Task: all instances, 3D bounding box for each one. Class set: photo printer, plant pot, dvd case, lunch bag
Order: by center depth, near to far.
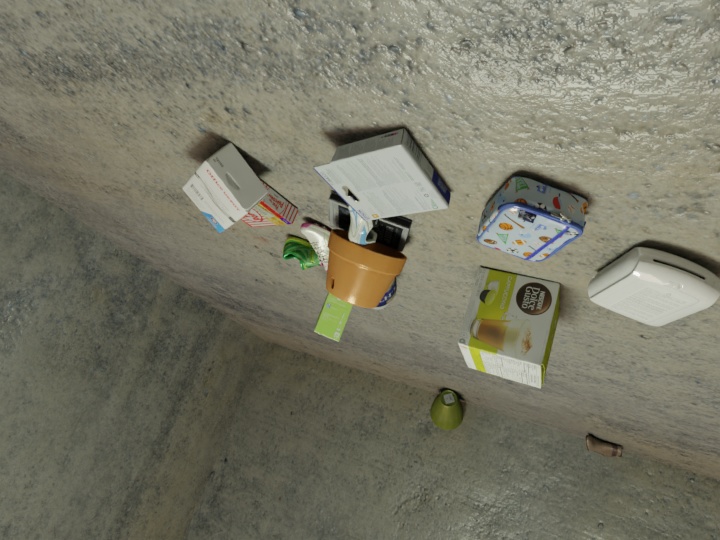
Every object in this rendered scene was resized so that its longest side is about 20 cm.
[{"bbox_3d":[0.304,-0.084,0.977,0.157,0.077,0.200,21,163,-2],"label":"lunch bag"},{"bbox_3d":[0.543,0.030,1.020,0.163,0.071,0.201,21,161,4],"label":"photo printer"},{"bbox_3d":[0.020,-0.113,1.307,0.196,0.025,0.151,22,162,5],"label":"dvd case"},{"bbox_3d":[0.000,0.000,1.333,0.196,0.143,0.200,19,-170,-3],"label":"plant pot"},{"bbox_3d":[0.467,0.724,2.937,0.183,0.189,0.202,16,146,17],"label":"plant pot"}]

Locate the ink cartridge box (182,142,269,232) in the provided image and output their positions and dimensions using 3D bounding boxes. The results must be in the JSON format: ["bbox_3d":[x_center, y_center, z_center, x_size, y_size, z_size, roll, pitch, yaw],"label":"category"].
[{"bbox_3d":[-0.321,-0.190,1.295,0.145,0.084,0.199,52,148,-14],"label":"ink cartridge box"}]

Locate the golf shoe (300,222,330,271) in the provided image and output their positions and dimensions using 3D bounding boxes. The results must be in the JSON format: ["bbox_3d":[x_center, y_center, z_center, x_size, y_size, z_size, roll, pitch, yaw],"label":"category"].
[{"bbox_3d":[-0.091,-0.054,1.494,0.199,0.093,0.075,35,159,-31],"label":"golf shoe"}]

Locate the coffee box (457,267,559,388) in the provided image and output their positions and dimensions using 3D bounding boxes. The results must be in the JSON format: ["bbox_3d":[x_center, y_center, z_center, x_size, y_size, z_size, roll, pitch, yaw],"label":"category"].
[{"bbox_3d":[0.365,0.140,1.326,0.194,0.203,0.201,12,159,24],"label":"coffee box"}]

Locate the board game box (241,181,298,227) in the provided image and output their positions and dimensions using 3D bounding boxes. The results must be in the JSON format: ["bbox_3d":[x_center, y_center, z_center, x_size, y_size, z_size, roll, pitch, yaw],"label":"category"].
[{"bbox_3d":[-0.280,-0.176,1.440,0.198,0.047,0.151,2,152,47],"label":"board game box"}]

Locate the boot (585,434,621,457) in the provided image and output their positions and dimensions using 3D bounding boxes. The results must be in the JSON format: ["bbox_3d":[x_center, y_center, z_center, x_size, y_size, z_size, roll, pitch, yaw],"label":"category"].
[{"bbox_3d":[1.152,0.831,2.586,0.144,0.072,0.200,1,154,34],"label":"boot"}]

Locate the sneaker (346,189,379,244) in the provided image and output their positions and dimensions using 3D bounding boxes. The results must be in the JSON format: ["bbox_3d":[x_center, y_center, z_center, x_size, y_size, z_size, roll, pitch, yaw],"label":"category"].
[{"bbox_3d":[0.006,-0.131,1.176,0.071,0.073,0.202,4,145,5],"label":"sneaker"}]

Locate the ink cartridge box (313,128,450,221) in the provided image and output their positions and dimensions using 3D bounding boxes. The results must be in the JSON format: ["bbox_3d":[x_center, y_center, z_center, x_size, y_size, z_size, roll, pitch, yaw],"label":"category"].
[{"bbox_3d":[0.043,-0.172,1.038,0.197,0.044,0.196,-4,151,35],"label":"ink cartridge box"}]

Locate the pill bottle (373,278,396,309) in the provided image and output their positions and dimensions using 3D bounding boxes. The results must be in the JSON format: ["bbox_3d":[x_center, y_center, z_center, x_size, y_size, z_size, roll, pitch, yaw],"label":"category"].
[{"bbox_3d":[0.044,0.037,1.542,0.117,0.122,0.201,18,162,12],"label":"pill bottle"}]

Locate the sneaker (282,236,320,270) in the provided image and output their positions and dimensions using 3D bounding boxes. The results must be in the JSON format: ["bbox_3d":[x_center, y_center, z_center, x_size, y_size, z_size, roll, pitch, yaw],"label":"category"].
[{"bbox_3d":[-0.140,-0.034,1.615,0.196,0.085,0.074,16,161,17],"label":"sneaker"}]

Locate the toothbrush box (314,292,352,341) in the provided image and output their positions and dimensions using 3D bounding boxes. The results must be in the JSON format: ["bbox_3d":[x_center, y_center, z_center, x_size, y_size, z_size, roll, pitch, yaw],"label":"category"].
[{"bbox_3d":[-0.068,0.102,1.678,0.085,0.204,0.146,22,179,-3],"label":"toothbrush box"}]
